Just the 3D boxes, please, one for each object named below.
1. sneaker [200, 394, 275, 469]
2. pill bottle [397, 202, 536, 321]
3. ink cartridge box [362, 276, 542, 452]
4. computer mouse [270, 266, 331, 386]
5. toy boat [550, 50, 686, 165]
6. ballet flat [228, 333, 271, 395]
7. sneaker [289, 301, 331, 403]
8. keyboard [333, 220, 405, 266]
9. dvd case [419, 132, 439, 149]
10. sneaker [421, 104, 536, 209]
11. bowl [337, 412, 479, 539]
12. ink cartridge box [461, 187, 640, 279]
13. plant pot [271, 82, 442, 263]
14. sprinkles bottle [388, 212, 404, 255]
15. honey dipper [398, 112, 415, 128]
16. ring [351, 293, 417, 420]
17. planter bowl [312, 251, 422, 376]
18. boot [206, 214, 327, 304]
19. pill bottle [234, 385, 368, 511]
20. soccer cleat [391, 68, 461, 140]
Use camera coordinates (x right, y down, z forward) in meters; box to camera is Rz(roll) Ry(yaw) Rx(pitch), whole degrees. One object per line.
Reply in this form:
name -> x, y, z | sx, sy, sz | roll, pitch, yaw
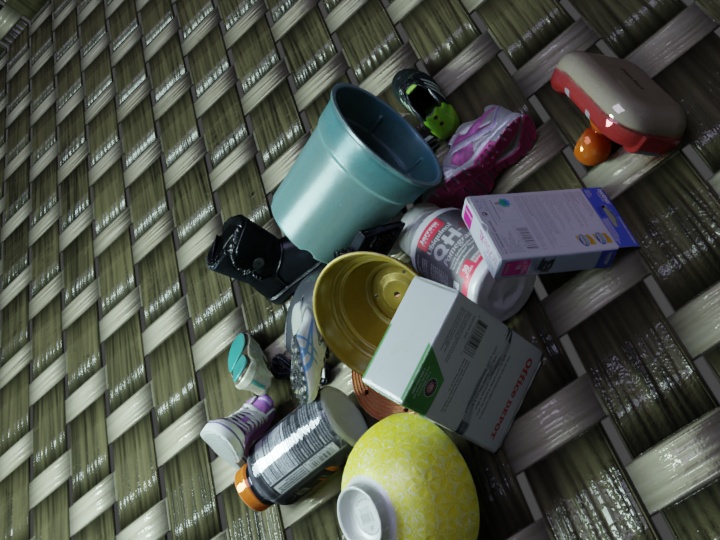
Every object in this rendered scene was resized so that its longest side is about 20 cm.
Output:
sneaker -> -0.178, 0.227, 1.285 | 0.072, 0.201, 0.115 | 34, 72, 6
pill bottle -> 0.138, -0.020, 1.179 | 0.111, 0.110, 0.200 | -55, 43, 2
ink cartridge box -> 0.118, 0.119, 1.054 | 0.083, 0.199, 0.148 | 21, 80, 50
computer mouse -> -0.081, 0.079, 1.368 | 0.137, 0.053, 0.203 | 4, 69, 45
toy boat -> 0.322, -0.199, 1.128 | 0.132, 0.129, 0.201 | -66, 34, 35
ballet flat -> -0.179, 0.159, 1.398 | 0.068, 0.062, 0.200 | -58, 15, 6
sneaker -> -0.066, 0.113, 1.240 | 0.201, 0.071, 0.073 | -93, 10, -55
keyboard -> 0.000, 0.000, 1.249 | 0.040, 0.103, 0.201 | 66, 156, 21
dvd case -> 0.014, -0.196, 1.420 | 0.148, 0.016, 0.199 | -38, 37, -22
sneaker -> 0.165, -0.164, 1.271 | 0.200, 0.081, 0.088 | -43, 43, 4
bowl -> 0.035, 0.284, 1.036 | 0.199, 0.107, 0.203 | 12, 106, 47
ink cartridge box -> 0.241, -0.051, 1.090 | 0.042, 0.197, 0.120 | 98, 159, -44
plant pot -> -0.018, -0.126, 1.237 | 0.196, 0.199, 0.202 | -48, 42, 26
sprinkles bottle -> 0.006, -0.097, 1.380 | 0.069, 0.068, 0.200 | -52, 42, 5
honey dipper -> 0.014, -0.259, 1.458 | 0.199, 0.038, 0.038 | 20, 80, 47
ring -> 0.068, 0.122, 1.230 | 0.199, 0.019, 0.203 | -21, 54, 32
planter bowl -> 0.038, 0.050, 1.193 | 0.199, 0.202, 0.083 | -19, 15, 34
boot -> -0.139, -0.046, 1.410 | 0.200, 0.168, 0.077 | -44, 44, 13
pill bottle -> -0.091, 0.264, 1.229 | 0.199, 0.106, 0.107 | -40, 45, 19
soccer cleat -> 0.097, -0.286, 1.396 | 0.068, 0.081, 0.201 | -45, 44, 12
